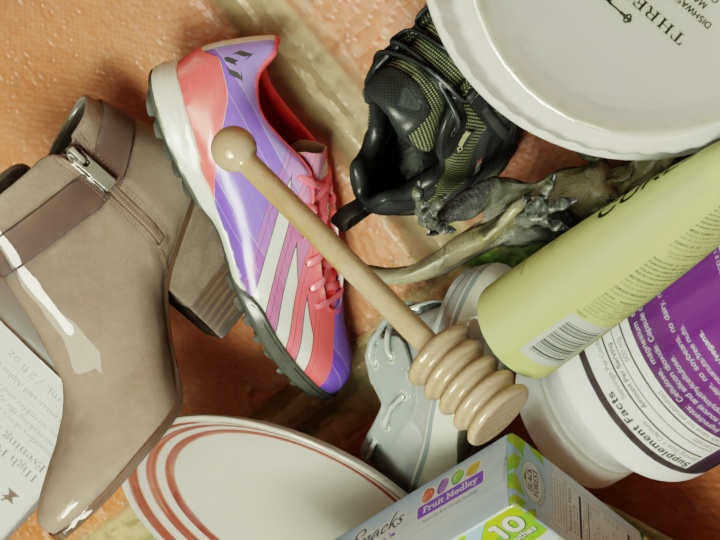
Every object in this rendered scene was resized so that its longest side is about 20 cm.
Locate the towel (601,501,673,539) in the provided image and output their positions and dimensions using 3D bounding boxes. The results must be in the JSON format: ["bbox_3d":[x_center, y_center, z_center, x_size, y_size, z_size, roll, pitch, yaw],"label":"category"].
[{"bbox_3d":[0.079,0.186,1.459,0.171,0.048,0.200,30,129,-22],"label":"towel"}]

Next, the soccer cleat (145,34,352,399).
[{"bbox_3d":[-0.039,-0.025,1.440,0.073,0.068,0.200,-21,110,11],"label":"soccer cleat"}]

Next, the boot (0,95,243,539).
[{"bbox_3d":[-0.146,0.017,1.448,0.146,0.200,0.070,45,155,-22],"label":"boot"}]

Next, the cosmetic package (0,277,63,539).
[{"bbox_3d":[-0.210,0.091,1.577,0.102,0.074,0.200,42,125,1],"label":"cosmetic package"}]

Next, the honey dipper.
[{"bbox_3d":[0.000,0.000,1.329,0.200,0.038,0.038,47,128,19],"label":"honey dipper"}]

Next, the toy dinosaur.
[{"bbox_3d":[0.071,-0.028,1.340,0.199,0.088,0.048,-21,82,15],"label":"toy dinosaur"}]

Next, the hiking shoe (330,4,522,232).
[{"bbox_3d":[0.053,-0.097,1.325,0.076,0.101,0.200,36,126,17],"label":"hiking shoe"}]

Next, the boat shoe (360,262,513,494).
[{"bbox_3d":[0.033,0.054,1.410,0.071,0.070,0.201,30,148,12],"label":"boat shoe"}]

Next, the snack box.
[{"bbox_3d":[0.046,0.175,1.382,0.200,0.053,0.142,-34,122,30],"label":"snack box"}]

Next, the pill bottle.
[{"bbox_3d":[0.170,0.026,1.330,0.200,0.112,0.113,-35,97,36],"label":"pill bottle"}]

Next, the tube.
[{"bbox_3d":[0.135,-0.020,1.254,0.052,0.058,0.200,38,131,-18],"label":"tube"}]

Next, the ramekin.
[{"bbox_3d":[0.125,-0.142,1.231,0.202,0.094,0.203,1,101,3],"label":"ramekin"}]

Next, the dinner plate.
[{"bbox_3d":[-0.034,0.133,1.510,0.200,0.024,0.200,17,145,13],"label":"dinner plate"}]
